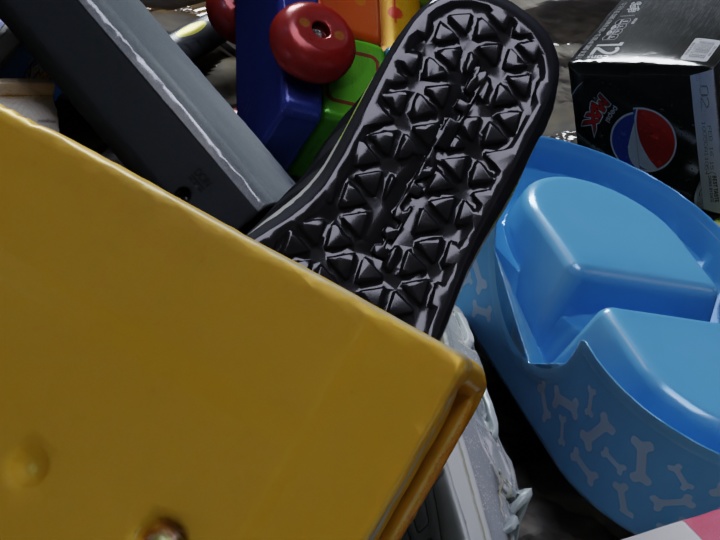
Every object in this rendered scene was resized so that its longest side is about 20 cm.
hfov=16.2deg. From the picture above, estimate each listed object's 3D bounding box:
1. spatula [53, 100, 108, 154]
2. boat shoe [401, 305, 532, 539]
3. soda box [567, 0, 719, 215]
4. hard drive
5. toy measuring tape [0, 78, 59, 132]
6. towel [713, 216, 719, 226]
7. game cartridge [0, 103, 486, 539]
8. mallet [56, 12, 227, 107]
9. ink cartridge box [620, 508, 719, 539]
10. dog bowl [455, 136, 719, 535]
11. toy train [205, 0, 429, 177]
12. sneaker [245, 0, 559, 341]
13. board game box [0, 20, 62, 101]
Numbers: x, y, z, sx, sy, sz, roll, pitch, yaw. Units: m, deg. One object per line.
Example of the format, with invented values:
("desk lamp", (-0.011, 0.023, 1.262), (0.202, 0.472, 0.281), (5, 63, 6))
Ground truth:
("spatula", (-0.179, -0.079, 0.901), (0.200, 0.021, 0.057), (22, 50, 9))
("boat shoe", (0.022, 0.061, 0.822), (0.065, 0.075, 0.202), (17, 24, -22))
("soda box", (0.153, -0.097, 1.073), (0.063, 0.071, 0.200), (4, 30, 26))
("hard drive", (-0.093, -0.083, 0.896), (0.200, 0.033, 0.140), (49, 4, 8))
("toy measuring tape", (-0.102, 0.030, 0.814), (0.073, 0.074, 0.200), (-1, 51, -18))
("towel", (0.229, 0.023, 0.978), (0.200, 0.023, 0.144), (31, 40, 27))
("game cartridge", (-0.090, 0.059, 0.727), (0.200, 0.177, 0.032), (29, -5, 23))
("mallet", (-0.062, -0.111, 1.076), (0.066, 0.041, 0.200), (34, 45, 30))
("ink cartridge box", (0.095, 0.153, 0.636), (0.145, 0.084, 0.200), (-22, 28, 25))
("dog bowl", (0.097, 0.027, 0.893), (0.111, 0.050, 0.200), (8, 32, -31))
("toy train", (0.003, -0.119, 1.029), (0.115, 0.085, 0.200), (12, 53, -20))
("sneaker", (0.000, 0.000, 0.799), (0.072, 0.083, 0.200), (38, 70, 1))
("board game box", (-0.225, -0.088, 0.969), (0.195, 0.056, 0.200), (17, 36, 9))
